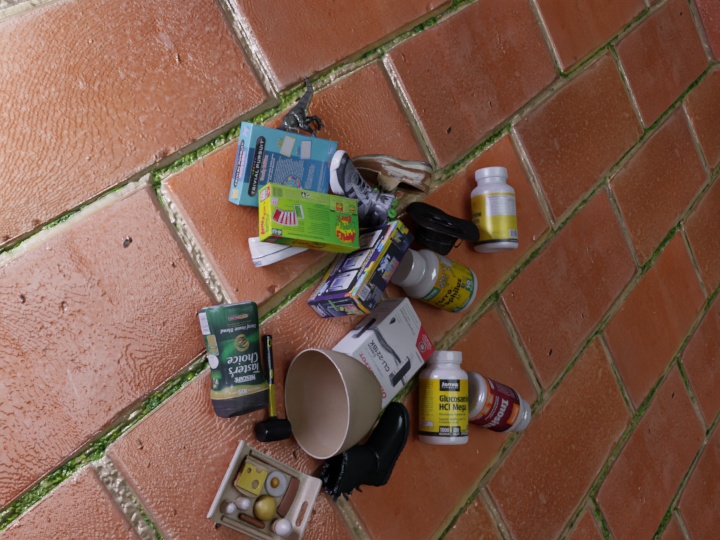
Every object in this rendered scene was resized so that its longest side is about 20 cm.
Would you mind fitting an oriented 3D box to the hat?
[{"bbox_3d":[0.180,-0.082,1.591,0.199,0.200,0.082,3,116,-38],"label":"hat"}]

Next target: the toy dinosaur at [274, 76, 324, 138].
[{"bbox_3d":[-0.118,-0.309,1.433,0.088,0.047,0.201,38,59,-21],"label":"toy dinosaur"}]

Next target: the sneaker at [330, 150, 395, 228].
[{"bbox_3d":[0.010,-0.163,1.428,0.201,0.112,0.076,72,34,-46],"label":"sneaker"}]

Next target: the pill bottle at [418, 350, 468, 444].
[{"bbox_3d":[0.186,0.283,1.555,0.111,0.112,0.203,7,80,-38],"label":"pill bottle"}]

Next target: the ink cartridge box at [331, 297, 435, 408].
[{"bbox_3d":[0.048,0.174,1.476,0.200,0.083,0.145,-41,110,-33],"label":"ink cartridge box"}]

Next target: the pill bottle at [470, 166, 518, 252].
[{"bbox_3d":[0.332,-0.150,1.731,0.111,0.111,0.203,2,83,-38],"label":"pill bottle"}]

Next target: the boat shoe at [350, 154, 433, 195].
[{"bbox_3d":[0.064,-0.203,1.510,0.197,0.076,0.075,4,78,-11],"label":"boat shoe"}]

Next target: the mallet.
[{"bbox_3d":[-0.179,0.226,1.320,0.065,0.041,0.203,-7,84,-42],"label":"mallet"}]

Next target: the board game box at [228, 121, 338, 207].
[{"bbox_3d":[-0.149,-0.196,1.359,0.198,0.047,0.153,4,102,-38],"label":"board game box"}]

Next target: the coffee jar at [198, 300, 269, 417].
[{"bbox_3d":[-0.227,0.160,1.256,0.103,0.085,0.203,-9,90,-39],"label":"coffee jar"}]

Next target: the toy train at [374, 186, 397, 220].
[{"bbox_3d":[0.050,-0.138,1.549,0.056,0.042,0.203,12,75,-24],"label":"toy train"}]

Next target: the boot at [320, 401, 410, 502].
[{"bbox_3d":[0.007,0.361,1.391,0.161,0.073,0.201,8,105,-45],"label":"boot"}]

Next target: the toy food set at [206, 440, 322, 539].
[{"bbox_3d":[-0.173,0.419,1.281,0.199,0.060,0.145,37,63,-30],"label":"toy food set"}]

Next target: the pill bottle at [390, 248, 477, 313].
[{"bbox_3d":[0.162,0.019,1.571,0.199,0.112,0.114,22,71,-35],"label":"pill bottle"}]

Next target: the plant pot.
[{"bbox_3d":[-0.036,0.246,1.329,0.133,0.199,0.203,-1,85,-42],"label":"plant pot"}]

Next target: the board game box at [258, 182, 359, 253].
[{"bbox_3d":[-0.097,-0.098,1.335,0.198,0.047,0.103,7,73,-34],"label":"board game box"}]

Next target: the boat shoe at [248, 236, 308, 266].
[{"bbox_3d":[-0.134,-0.070,1.375,0.198,0.072,0.067,-24,104,-30],"label":"boat shoe"}]

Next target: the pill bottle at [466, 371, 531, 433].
[{"bbox_3d":[0.313,0.321,1.653,0.199,0.112,0.114,25,69,-34],"label":"pill bottle"}]

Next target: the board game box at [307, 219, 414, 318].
[{"bbox_3d":[0.000,0.000,1.408,0.057,0.164,0.201,45,59,-23],"label":"board game box"}]
